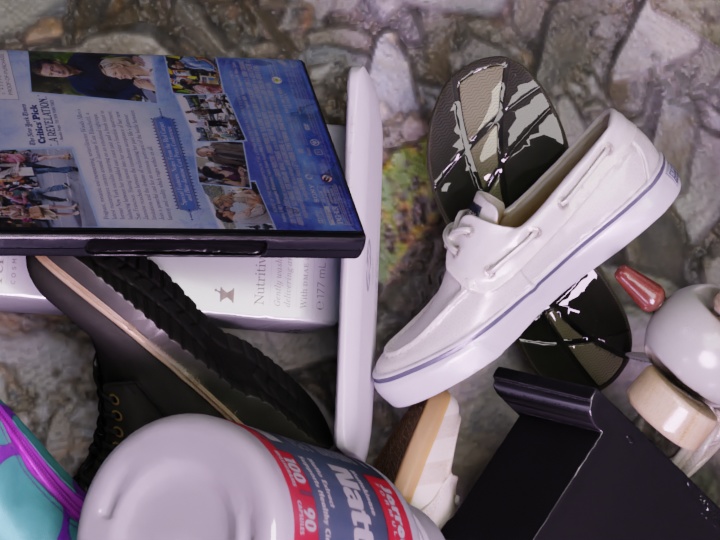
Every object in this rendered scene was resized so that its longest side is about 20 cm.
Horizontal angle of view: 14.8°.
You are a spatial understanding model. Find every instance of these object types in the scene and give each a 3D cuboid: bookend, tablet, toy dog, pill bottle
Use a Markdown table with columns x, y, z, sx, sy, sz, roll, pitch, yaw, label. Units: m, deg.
| x | y | z | sx | sy | sz | roll | pitch | yaw | label |
| --- | --- | --- | --- | --- | --- | --- | --- | --- | --- |
| 0.108 | 0.193 | 1.480 | 0.199 | 0.092 | 0.200 | 42 | 73 | -29 | bookend |
| 0.000 | 0.000 | 1.489 | 0.014 | 0.130 | 0.201 | 1 | 82 | 5 | tablet |
| 0.186 | 0.033 | 1.517 | 0.132 | 0.200 | 0.096 | -43 | 79 | -6 | toy dog |
| -0.038 | 0.144 | 1.380 | 0.200 | 0.119 | 0.120 | 21 | 73 | -57 | pill bottle |

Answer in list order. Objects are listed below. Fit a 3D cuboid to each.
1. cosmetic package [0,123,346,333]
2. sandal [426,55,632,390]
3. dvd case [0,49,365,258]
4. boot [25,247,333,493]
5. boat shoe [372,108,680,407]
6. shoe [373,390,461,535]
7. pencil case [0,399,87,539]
| x | y | z | sx | sy | sz | roll | pitch | yaw | label |
| --- | --- | --- | --- | --- | --- | --- | --- | --- | --- |
| -0.112 | -0.029 | 1.484 | 0.199 | 0.081 | 0.113 | 3 | 84 | -17 | cosmetic package |
| 0.090 | -0.023 | 1.557 | 0.080 | 0.057 | 0.202 | -20 | 107 | 1 | sandal |
| -0.107 | -0.059 | 1.408 | 0.199 | 0.018 | 0.143 | 1 | 44 | -20 | dvd case |
| -0.128 | 0.075 | 1.425 | 0.138 | 0.078 | 0.200 | -41 | 116 | 14 | boot |
| 0.076 | -0.011 | 1.492 | 0.200 | 0.071 | 0.070 | -39 | 107 | 5 | boat shoe |
| 0.021 | 0.162 | 1.506 | 0.053 | 0.070 | 0.201 | 20 | 86 | -13 | shoe |
| -0.189 | 0.101 | 1.373 | 0.092 | 0.085 | 0.200 | -27 | 117 | 20 | pencil case |
